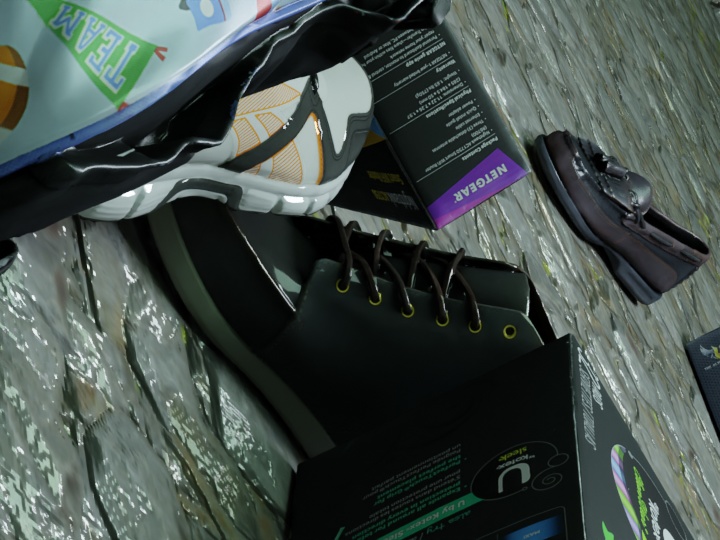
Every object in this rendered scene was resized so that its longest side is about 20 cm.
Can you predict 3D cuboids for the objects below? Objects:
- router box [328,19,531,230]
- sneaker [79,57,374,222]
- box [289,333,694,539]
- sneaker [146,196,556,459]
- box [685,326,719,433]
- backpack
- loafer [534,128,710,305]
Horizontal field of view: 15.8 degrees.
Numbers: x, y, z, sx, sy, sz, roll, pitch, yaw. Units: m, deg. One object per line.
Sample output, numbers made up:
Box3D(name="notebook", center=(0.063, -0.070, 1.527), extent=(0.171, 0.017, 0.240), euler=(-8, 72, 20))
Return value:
Box3D(name="router box", center=(-0.010, -0.097, 1.086), extent=(0.149, 0.051, 0.200), euler=(60, -9, -10))
Box3D(name="sneaker", center=(-0.044, -0.066, 0.889), extent=(0.074, 0.080, 0.200), euler=(41, 23, 18))
Box3D(name="box", center=(0.058, 0.145, 0.910), extent=(0.149, 0.124, 0.200), euler=(58, 14, -21))
Box3D(name="sneaker", center=(0.000, 0.000, 0.987), extent=(0.200, 0.106, 0.075), euler=(54, 17, -35))
Box3D(name="box", center=(0.330, 0.146, 2.022), extent=(0.200, 0.051, 0.158), euler=(42, 27, -55))
Box3D(name="backpack", center=(-0.099, -0.064, 0.608), extent=(0.154, 0.200, 0.191), euler=(56, 22, -11))
Box3D(name="loafer", center=(0.184, -0.047, 1.814), extent=(0.200, 0.063, 0.072), euler=(47, 22, -50))
